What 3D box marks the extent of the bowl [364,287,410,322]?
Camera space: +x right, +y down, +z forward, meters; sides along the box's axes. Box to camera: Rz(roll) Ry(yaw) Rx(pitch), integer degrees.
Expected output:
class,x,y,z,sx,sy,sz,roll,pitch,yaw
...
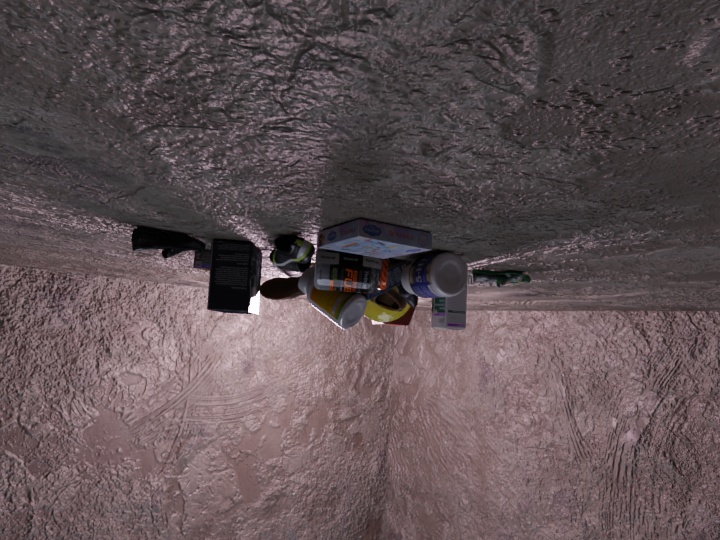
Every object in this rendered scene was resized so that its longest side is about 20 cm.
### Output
class,x,y,z,sx,sy,sz,roll,pitch,yaw
bowl,0.078,0.063,1.814,0.197,0.202,0.108,2,143,17

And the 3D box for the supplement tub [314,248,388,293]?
class,x,y,z,sx,sy,sz,roll,pitch,yaw
supplement tub,-0.026,-0.002,1.470,0.197,0.125,0.123,4,173,-2

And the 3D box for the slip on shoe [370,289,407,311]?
class,x,y,z,sx,sy,sz,roll,pitch,yaw
slip on shoe,0.055,0.078,1.721,0.198,0.077,0.060,28,-158,14

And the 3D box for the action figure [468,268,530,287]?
class,x,y,z,sx,sy,sz,roll,pitch,yaw
action figure,0.458,0.027,1.736,0.197,0.056,0.118,0,170,0

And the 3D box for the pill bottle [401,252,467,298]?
class,x,y,z,sx,sy,sz,roll,pitch,yaw
pill bottle,0.201,0.018,1.515,0.118,0.122,0.199,7,172,-24

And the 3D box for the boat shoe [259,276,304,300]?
class,x,y,z,sx,sy,sz,roll,pitch,yaw
boat shoe,-0.215,0.056,1.668,0.197,0.072,0.070,-7,167,-9

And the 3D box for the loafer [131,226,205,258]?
class,x,y,z,sx,sy,sz,roll,pitch,yaw
loafer,-0.517,-0.066,1.437,0.199,0.072,0.068,10,171,-40

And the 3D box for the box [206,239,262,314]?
class,x,y,z,sx,sy,sz,roll,pitch,yaw
box,-0.367,0.026,1.575,0.122,0.200,0.200,4,173,-2

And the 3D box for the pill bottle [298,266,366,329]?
class,x,y,z,sx,sy,sz,roll,pitch,yaw
pill bottle,-0.087,0.073,1.557,0.199,0.112,0.111,34,-171,29

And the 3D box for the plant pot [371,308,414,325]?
class,x,y,z,sx,sy,sz,roll,pitch,yaw
plant pot,0.144,0.167,2.502,0.197,0.179,0.199,7,172,-23

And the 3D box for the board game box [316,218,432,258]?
class,x,y,z,sx,sy,sz,roll,pitch,yaw
board game box,0.029,-0.069,1.236,0.197,0.042,0.199,9,171,-31

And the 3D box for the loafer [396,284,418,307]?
class,x,y,z,sx,sy,sz,roll,pitch,yaw
loafer,0.150,0.053,1.702,0.071,0.064,0.201,-24,-159,10

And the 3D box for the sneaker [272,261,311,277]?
class,x,y,z,sx,sy,sz,roll,pitch,yaw
sneaker,-0.189,-0.013,1.675,0.098,0.072,0.200,6,170,23

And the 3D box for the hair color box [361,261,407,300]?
class,x,y,z,sx,sy,sz,roll,pitch,yaw
hair color box,0.051,0.030,1.631,0.099,0.061,0.199,-3,-165,45

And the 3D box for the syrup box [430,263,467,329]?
class,x,y,z,sx,sy,sz,roll,pitch,yaw
syrup box,0.272,0.079,1.631,0.080,0.203,0.078,7,173,-27

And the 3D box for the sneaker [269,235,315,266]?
class,x,y,z,sx,sy,sz,roll,pitch,yaw
sneaker,-0.195,-0.064,1.396,0.083,0.072,0.199,37,154,-31

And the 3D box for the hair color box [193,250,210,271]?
class,x,y,z,sx,sy,sz,roll,pitch,yaw
hair color box,-0.456,-0.022,1.794,0.108,0.066,0.200,2,171,22

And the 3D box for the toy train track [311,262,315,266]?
class,x,y,z,sx,sy,sz,roll,pitch,yaw
toy train track,-0.085,-0.014,1.784,0.198,0.033,0.114,9,179,30
